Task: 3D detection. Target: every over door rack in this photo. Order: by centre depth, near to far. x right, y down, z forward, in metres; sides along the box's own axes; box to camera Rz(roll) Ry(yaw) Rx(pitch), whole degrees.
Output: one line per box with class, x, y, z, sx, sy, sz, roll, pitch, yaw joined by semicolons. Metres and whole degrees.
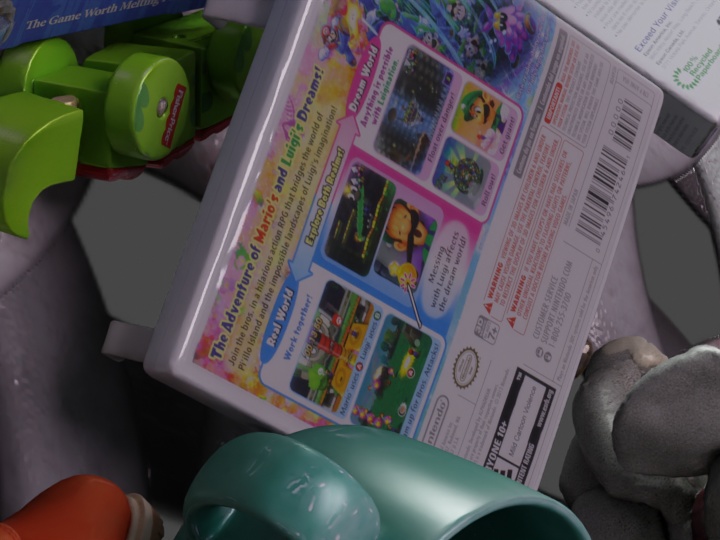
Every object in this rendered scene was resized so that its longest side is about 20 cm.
over door rack;0.000;0.000;1.119;0.200;0.066;0.148;32;69;-50

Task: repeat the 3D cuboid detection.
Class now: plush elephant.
plush elephant;0.165;0.106;1.252;0.165;0.155;0.200;61;34;-4

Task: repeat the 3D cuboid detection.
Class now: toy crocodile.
toy crocodile;-0.082;-0.067;1.119;0.200;0.067;0.062;-33;129;-56

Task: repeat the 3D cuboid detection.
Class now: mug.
mug;-0.005;0.117;1.003;0.152;0.114;0.186;-24;124;-44

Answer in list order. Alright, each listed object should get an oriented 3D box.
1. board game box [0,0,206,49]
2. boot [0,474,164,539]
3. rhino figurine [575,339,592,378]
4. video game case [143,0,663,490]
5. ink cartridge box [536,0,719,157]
board game box;-0.079;-0.173;1.037;0.200;0.199;0.043;-17;53;-39
boot;-0.141;0.099;0.933;0.107;0.075;0.200;55;36;-4
rhino figurine;0.045;-0.048;1.278;0.087;0.060;0.201;21;51;-47
video game case;0.022;-0.018;1.089;0.182;0.024;0.200;30;72;-35
ink cartridge box;0.125;-0.178;1.351;0.200;0.041;0.200;37;57;4
